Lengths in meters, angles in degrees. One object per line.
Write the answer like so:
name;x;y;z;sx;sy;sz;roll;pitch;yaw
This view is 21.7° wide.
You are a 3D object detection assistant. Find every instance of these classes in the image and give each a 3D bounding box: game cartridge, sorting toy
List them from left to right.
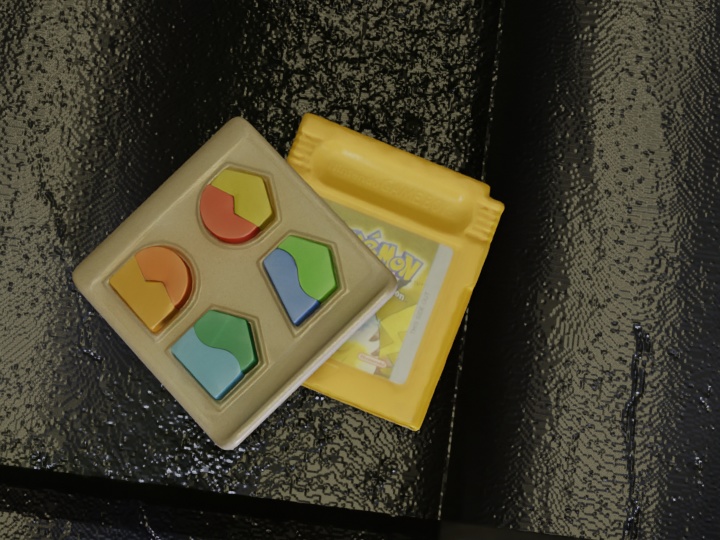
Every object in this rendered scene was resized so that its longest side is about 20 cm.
sorting toy;-0.099;0.005;1.427;0.185;0.036;0.200;-44;71;-2
game cartridge;0.000;0.000;1.461;0.175;0.032;0.201;21;82;2
